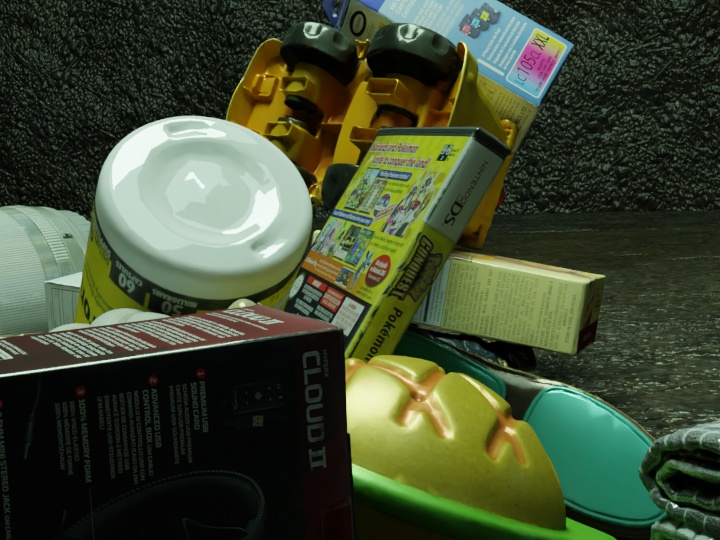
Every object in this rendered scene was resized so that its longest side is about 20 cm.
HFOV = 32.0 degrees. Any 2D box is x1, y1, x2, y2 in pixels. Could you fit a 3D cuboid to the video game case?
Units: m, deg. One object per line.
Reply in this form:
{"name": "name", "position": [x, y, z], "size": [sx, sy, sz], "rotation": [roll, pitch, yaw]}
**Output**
{"name": "video game case", "position": [0.000, 0.000, 0.731], "size": [0.025, 0.182, 0.200], "rotation": [31, -2, -15]}

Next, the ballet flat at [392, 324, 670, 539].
{"name": "ballet flat", "position": [0.086, 0.093, 0.694], "size": [0.198, 0.068, 0.073], "rotation": [22, -20, 21]}

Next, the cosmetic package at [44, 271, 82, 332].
{"name": "cosmetic package", "position": [-0.135, 0.016, 0.950], "size": [0.082, 0.051, 0.199], "rotation": [8, 16, 36]}

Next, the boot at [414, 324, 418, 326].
{"name": "boot", "position": [-0.015, 0.067, 0.954], "size": [0.209, 0.081, 0.157], "rotation": [-13, 8, -29]}

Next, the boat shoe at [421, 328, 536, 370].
{"name": "boat shoe", "position": [0.083, 0.078, 0.855], "size": [0.089, 0.072, 0.200], "rotation": [3, 9, -6]}

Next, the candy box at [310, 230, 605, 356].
{"name": "candy box", "position": [0.071, 0.013, 0.909], "size": [0.197, 0.056, 0.115], "rotation": [10, 4, 17]}

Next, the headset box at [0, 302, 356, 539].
{"name": "headset box", "position": [-0.086, 0.097, 0.430], "size": [0.197, 0.151, 0.077], "rotation": [-8, 9, -29]}

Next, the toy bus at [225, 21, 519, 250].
{"name": "toy bus", "position": [0.021, -0.086, 0.952], "size": [0.198, 0.138, 0.192], "rotation": [10, -13, 35]}

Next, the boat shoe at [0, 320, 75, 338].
{"name": "boat shoe", "position": [-0.152, 0.047, 0.812], "size": [0.198, 0.074, 0.072], "rotation": [-17, 10, -40]}

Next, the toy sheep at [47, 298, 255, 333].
{"name": "toy sheep", "position": [-0.116, 0.085, 0.574], "size": [0.199, 0.139, 0.138], "rotation": [-37, -2, 14]}

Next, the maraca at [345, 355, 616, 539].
{"name": "maraca", "position": [0.041, 0.102, 0.556], "size": [0.198, 0.108, 0.137], "rotation": [21, 1, -15]}

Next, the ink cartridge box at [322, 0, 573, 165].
{"name": "ink cartridge box", "position": [0.050, -0.165, 0.995], "size": [0.198, 0.077, 0.137], "rotation": [29, -31, 3]}

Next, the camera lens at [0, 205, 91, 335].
{"name": "camera lens", "position": [-0.321, 0.031, 1.039], "size": [0.158, 0.163, 0.199], "rotation": [3, 9, 42]}

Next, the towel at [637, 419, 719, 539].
{"name": "towel", "position": [0.241, 0.101, 0.528], "size": [0.164, 0.087, 0.199], "rotation": [-8, 8, -29]}

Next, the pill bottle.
{"name": "pill bottle", "position": [-0.100, 0.023, 0.688], "size": [0.110, 0.112, 0.201], "rotation": [-6, -37, -23]}
